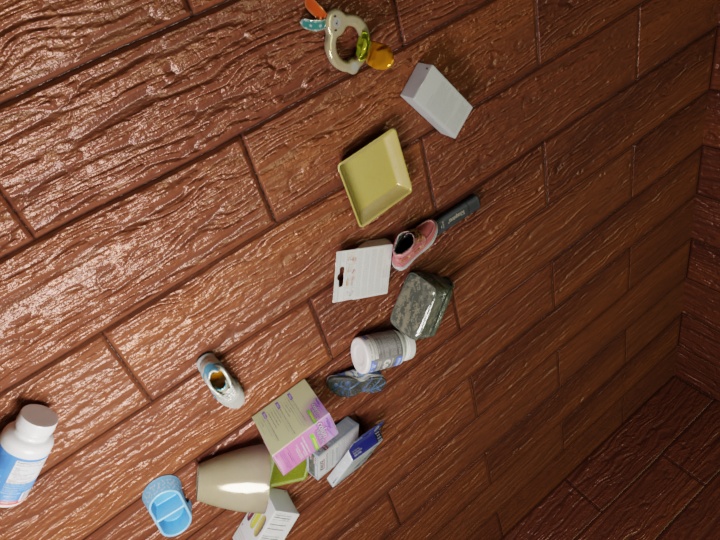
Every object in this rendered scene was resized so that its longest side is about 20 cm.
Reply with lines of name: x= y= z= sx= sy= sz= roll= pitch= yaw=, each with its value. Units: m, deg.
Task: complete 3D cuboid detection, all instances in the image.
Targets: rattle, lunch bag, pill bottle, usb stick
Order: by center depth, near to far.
pill bottle: x=-0.764 y=0.411 z=1.180 sx=0.110 sy=0.112 sz=0.205 roll=26 pitch=96 yaw=-39
rattle: x=-0.034 y=-0.536 z=1.206 sx=0.129 sy=0.145 sz=0.199 roll=-39 pitch=138 yaw=14
usb stick: x=0.305 y=-0.178 z=1.680 sx=0.196 sy=0.032 sz=0.057 roll=-32 pitch=128 yaw=-17
pill bottle: x=0.075 y=0.254 z=1.682 sx=0.194 sy=0.113 sz=0.118 roll=-7 pitch=117 yaw=-31
lunch bag: x=0.212 y=0.110 z=1.699 sx=0.165 sy=0.137 sz=0.207 roll=2 pitch=113 yaw=-52

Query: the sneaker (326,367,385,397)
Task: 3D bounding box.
sneaker: x=-0.018 y=0.355 z=1.698 sx=0.192 sy=0.078 sz=0.078 roll=2 pitch=117 yaw=-16

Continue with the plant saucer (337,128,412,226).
plant saucer: x=0.035 y=-0.258 z=1.444 sx=0.197 sy=0.048 sz=0.204 roll=-35 pitch=128 yaw=-16

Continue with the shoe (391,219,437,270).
shoe: x=0.165 y=-0.094 z=1.570 sx=0.200 sy=0.071 sz=0.092 roll=-46 pitch=159 yaw=-16

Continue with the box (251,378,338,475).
box: x=-0.195 y=0.458 z=1.555 sx=0.197 sy=0.175 sz=0.099 roll=-33 pitch=127 yaw=-16

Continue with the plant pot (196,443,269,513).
plant pot: x=-0.373 y=0.608 z=1.520 sx=0.192 sy=0.188 sz=0.194 roll=4 pitch=112 yaw=-21

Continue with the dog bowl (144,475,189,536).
dog bowl: x=-0.547 y=0.680 z=1.502 sx=0.109 sy=0.049 sz=0.206 roll=-24 pitch=124 yaw=-22

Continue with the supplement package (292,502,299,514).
supplement package: x=-0.307 y=0.827 z=1.700 sx=0.108 sy=0.113 sz=0.204 roll=29 pitch=94 yaw=-41

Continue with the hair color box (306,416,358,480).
hair color box: x=-0.090 y=0.581 z=1.729 sx=0.197 sy=0.059 sz=0.103 roll=-26 pitch=127 yaw=-44

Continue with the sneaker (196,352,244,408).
sneaker: x=-0.373 y=0.317 z=1.424 sx=0.076 sy=0.080 sz=0.203 roll=-38 pitch=130 yaw=-13

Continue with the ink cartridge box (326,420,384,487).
ink cartridge box: x=-0.003 y=0.618 z=1.774 sx=0.197 sy=0.041 sz=0.203 roll=-13 pitch=139 yaw=-55

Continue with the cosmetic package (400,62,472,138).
cosmetic package: x=0.212 y=-0.466 z=1.448 sx=0.197 sy=0.071 sz=0.104 roll=28 pitch=96 yaw=-40

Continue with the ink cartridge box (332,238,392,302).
ink cartridge box: x=0.000 y=0.000 z=1.551 sx=0.193 sy=0.050 sz=0.167 roll=-8 pitch=117 yaw=-28
